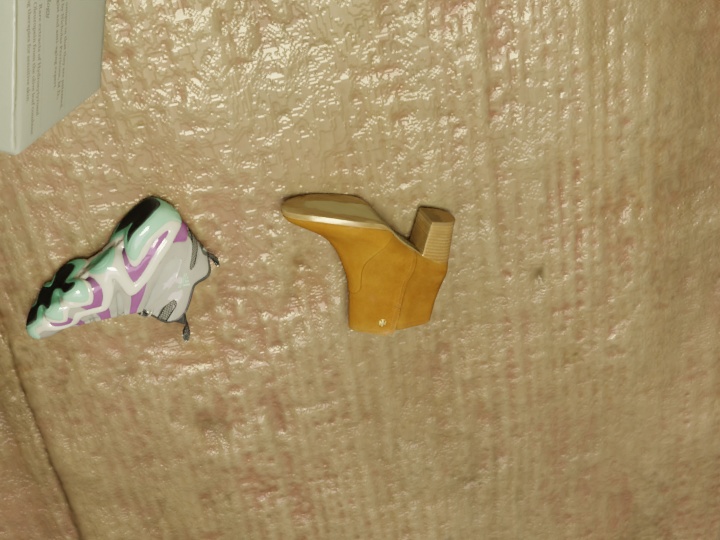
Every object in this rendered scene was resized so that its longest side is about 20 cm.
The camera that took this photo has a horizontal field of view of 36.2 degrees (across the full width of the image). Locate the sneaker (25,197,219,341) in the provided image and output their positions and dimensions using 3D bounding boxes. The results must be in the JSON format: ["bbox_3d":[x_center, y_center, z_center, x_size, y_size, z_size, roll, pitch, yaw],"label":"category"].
[{"bbox_3d":[-0.233,0.034,1.134,0.200,0.078,0.140,-37,121,11],"label":"sneaker"}]

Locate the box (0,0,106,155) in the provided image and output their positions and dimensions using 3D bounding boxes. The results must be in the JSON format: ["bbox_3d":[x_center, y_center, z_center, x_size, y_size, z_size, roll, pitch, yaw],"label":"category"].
[{"bbox_3d":[-0.320,-0.228,0.866,0.198,0.171,0.201,14,120,5],"label":"box"}]

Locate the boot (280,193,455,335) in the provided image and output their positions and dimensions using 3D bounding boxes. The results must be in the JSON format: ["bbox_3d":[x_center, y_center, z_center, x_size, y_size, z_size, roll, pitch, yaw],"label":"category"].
[{"bbox_3d":[0.000,0.000,1.166,0.200,0.071,0.145,5,117,-21],"label":"boot"}]
